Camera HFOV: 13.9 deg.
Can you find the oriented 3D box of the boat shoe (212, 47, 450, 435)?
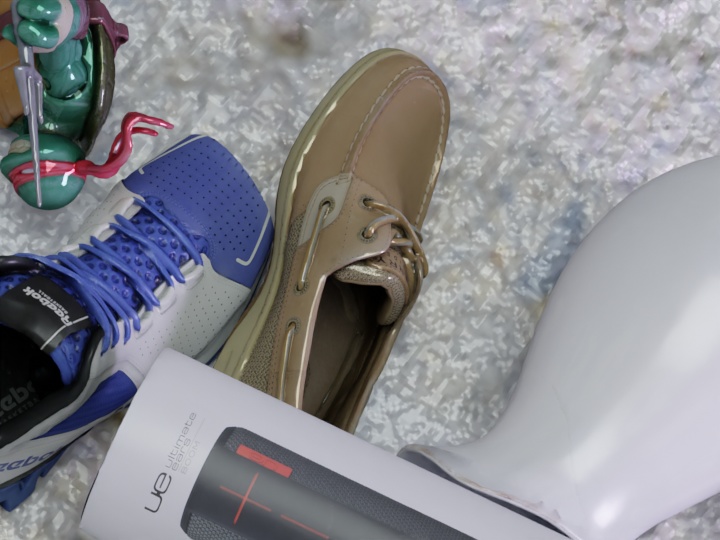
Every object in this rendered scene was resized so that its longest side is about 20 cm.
[{"bbox_3d":[0.000,0.000,1.240,0.071,0.064,0.200,33,71,-39],"label":"boat shoe"}]

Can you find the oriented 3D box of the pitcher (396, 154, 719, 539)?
[{"bbox_3d":[0.136,0.065,1.232,0.200,0.121,0.172,-47,106,-19],"label":"pitcher"}]

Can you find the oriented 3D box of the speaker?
[{"bbox_3d":[-0.006,0.106,1.142,0.200,0.081,0.081,26,69,2],"label":"speaker"}]

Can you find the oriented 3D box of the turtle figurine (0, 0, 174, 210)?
[{"bbox_3d":[-0.149,-0.097,1.240,0.101,0.150,0.201,15,60,-42],"label":"turtle figurine"}]

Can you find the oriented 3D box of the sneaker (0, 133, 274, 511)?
[{"bbox_3d":[-0.110,0.020,1.200,0.081,0.115,0.199,44,70,6],"label":"sneaker"}]
